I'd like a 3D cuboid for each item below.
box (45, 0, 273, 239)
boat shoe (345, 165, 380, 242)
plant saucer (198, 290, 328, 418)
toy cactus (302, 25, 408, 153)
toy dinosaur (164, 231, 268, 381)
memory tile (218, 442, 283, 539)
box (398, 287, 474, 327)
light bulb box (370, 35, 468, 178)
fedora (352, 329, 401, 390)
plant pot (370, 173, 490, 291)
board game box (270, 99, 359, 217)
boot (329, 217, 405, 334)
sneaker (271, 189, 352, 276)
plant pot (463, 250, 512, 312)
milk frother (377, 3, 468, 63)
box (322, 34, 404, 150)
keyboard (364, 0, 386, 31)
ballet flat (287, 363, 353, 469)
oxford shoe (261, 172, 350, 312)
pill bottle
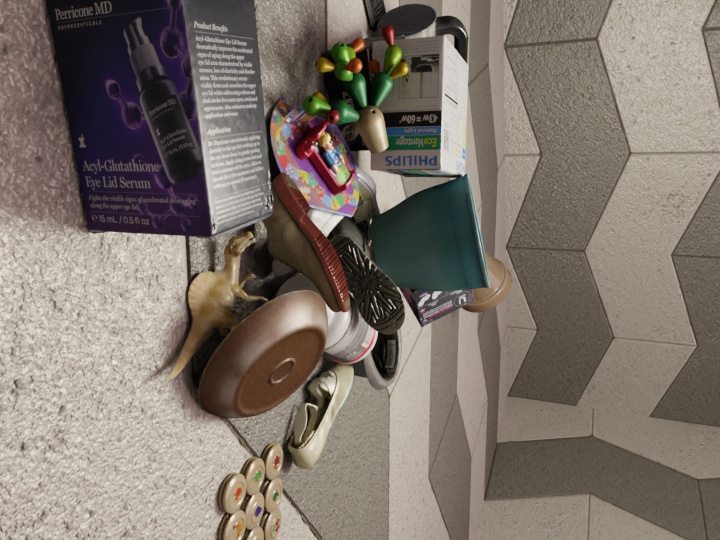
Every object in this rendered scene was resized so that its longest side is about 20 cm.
[{"bbox_3d":[-0.171,-0.140,0.509,0.104,0.145,0.204,-36,125,-61],"label":"box"},{"bbox_3d":[-0.002,-0.115,1.027,0.200,0.071,0.063,58,39,-59],"label":"boat shoe"},{"bbox_3d":[-0.107,0.116,0.714,0.199,0.037,0.202,-38,151,-25],"label":"plant saucer"},{"bbox_3d":[0.008,-0.256,0.838,0.200,0.101,0.167,-48,126,-35],"label":"toy cactus"},{"bbox_3d":[-0.172,0.053,0.683,0.101,0.057,0.203,45,56,-41],"label":"toy dinosaur"},{"bbox_3d":[-0.151,0.365,0.808,0.153,0.016,0.204,-14,107,-67],"label":"memory tile"},{"bbox_3d":[0.131,-0.007,1.185,0.116,0.130,0.201,69,-5,-45],"label":"box"},{"bbox_3d":[0.106,-0.265,0.971,0.198,0.122,0.204,-13,105,-68],"label":"light bulb box"},{"bbox_3d":[0.010,0.123,1.068,0.178,0.089,0.203,-59,139,-51],"label":"fedora"},{"bbox_3d":[0.121,-0.051,1.018,0.200,0.184,0.204,-11,90,-77],"label":"plant pot"},{"bbox_3d":[-0.049,-0.169,0.842,0.198,0.038,0.161,7,68,-54],"label":"board game box"},{"bbox_3d":[0.002,0.000,0.914,0.184,0.072,0.200,59,0,-8],"label":"boot"},{"bbox_3d":[-0.089,-0.074,0.851,0.085,0.072,0.201,53,42,-19],"label":"sneaker"},{"bbox_3d":[0.369,0.006,1.844,0.175,0.197,0.203,51,45,-36],"label":"plant pot"},{"bbox_3d":[0.117,-0.464,1.194,0.190,0.178,0.201,75,-11,-50],"label":"milk frother"},{"bbox_3d":[0.019,-0.322,1.024,0.200,0.085,0.167,-52,140,-55],"label":"box"},{"bbox_3d":[0.029,-0.570,1.073,0.202,0.039,0.105,73,31,-43],"label":"keyboard"},{"bbox_3d":[-0.067,0.223,0.941,0.070,0.068,0.202,70,33,-45],"label":"ballet flat"},{"bbox_3d":[-0.080,-0.026,0.765,0.202,0.074,0.070,62,10,-2],"label":"oxford shoe"},{"bbox_3d":[-0.052,0.075,0.882,0.200,0.109,0.113,42,55,-63],"label":"pill bottle"}]
